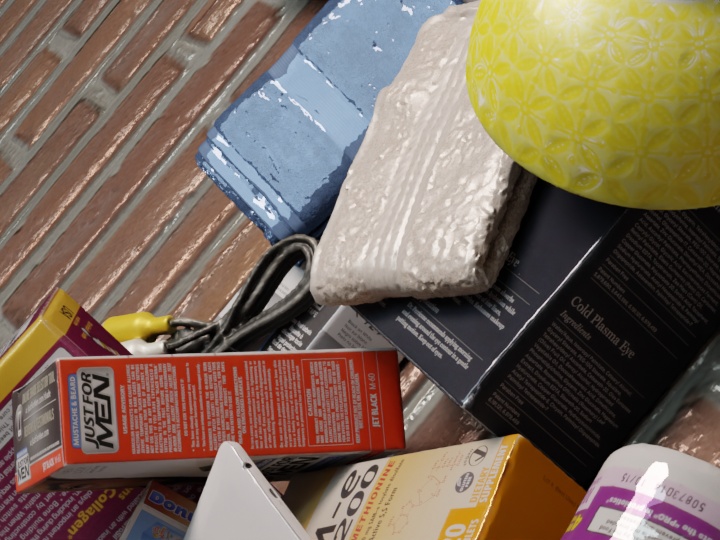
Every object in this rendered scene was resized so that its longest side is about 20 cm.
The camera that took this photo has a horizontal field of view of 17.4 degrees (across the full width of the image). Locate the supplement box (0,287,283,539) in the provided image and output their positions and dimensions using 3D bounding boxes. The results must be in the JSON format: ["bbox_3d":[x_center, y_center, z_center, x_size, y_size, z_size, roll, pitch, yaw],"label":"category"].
[{"bbox_3d":[-0.157,0.129,1.429,0.131,0.200,0.103,-45,8,6],"label":"supplement box"}]

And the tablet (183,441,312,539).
[{"bbox_3d":[-0.069,0.204,1.256,0.130,0.014,0.201,49,130,34],"label":"tablet"}]

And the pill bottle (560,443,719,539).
[{"bbox_3d":[0.112,0.187,1.036,0.112,0.112,0.201,0,54,58],"label":"pill bottle"}]

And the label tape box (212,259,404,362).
[{"bbox_3d":[0.000,0.000,1.527,0.200,0.066,0.143,-53,25,-2],"label":"label tape box"}]

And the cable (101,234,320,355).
[{"bbox_3d":[-0.102,0.046,1.495,0.199,0.050,0.098,-30,52,32],"label":"cable"}]

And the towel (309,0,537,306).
[{"bbox_3d":[0.053,-0.071,1.294,0.132,0.034,0.201,-6,53,47],"label":"towel"}]

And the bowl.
[{"bbox_3d":[0.153,-0.138,1.189,0.198,0.108,0.201,-1,45,1],"label":"bowl"}]

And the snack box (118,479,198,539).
[{"bbox_3d":[-0.126,0.206,1.355,0.201,0.072,0.024,-61,1,38],"label":"snack box"}]

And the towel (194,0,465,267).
[{"bbox_3d":[-0.009,-0.110,1.517,0.200,0.048,0.112,-46,66,8],"label":"towel"}]

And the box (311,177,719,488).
[{"bbox_3d":[0.100,-0.008,1.303,0.182,0.104,0.200,-50,34,1],"label":"box"}]

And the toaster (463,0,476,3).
[{"bbox_3d":[0.096,-0.255,1.610,0.181,0.119,0.200,-42,16,8],"label":"toaster"}]

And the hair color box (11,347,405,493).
[{"bbox_3d":[-0.087,0.085,1.325,0.111,0.199,0.064,149,119,-65],"label":"hair color box"}]

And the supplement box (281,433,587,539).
[{"bbox_3d":[0.021,0.168,1.254,0.199,0.073,0.127,-17,41,50],"label":"supplement box"}]
